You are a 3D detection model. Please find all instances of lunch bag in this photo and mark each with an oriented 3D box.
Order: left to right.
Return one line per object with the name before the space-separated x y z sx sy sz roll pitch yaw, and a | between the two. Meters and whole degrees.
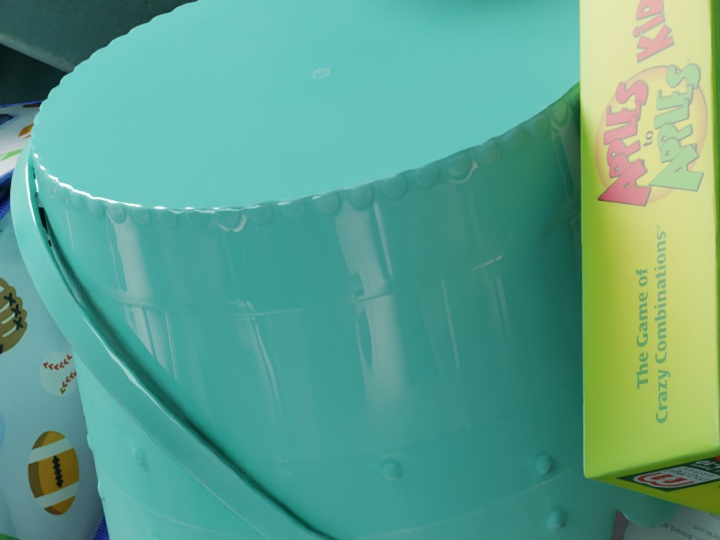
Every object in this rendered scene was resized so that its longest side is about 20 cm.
lunch bag | -0.146 0.026 0.936 0.169 0.124 0.201 1 61 54

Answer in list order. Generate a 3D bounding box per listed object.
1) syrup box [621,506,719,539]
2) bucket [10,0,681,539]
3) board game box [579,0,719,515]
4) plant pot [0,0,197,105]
syrup box | 0.116 0.156 0.836 0.081 0.078 0.202 21 101 42
bucket | 0.000 0.000 0.800 0.206 0.207 0.136 13 126 43
board game box | 0.109 -0.035 0.735 0.047 0.101 0.202 -17 64 43
plant pot | -0.130 -0.162 1.022 0.195 0.195 0.202 3 78 43
